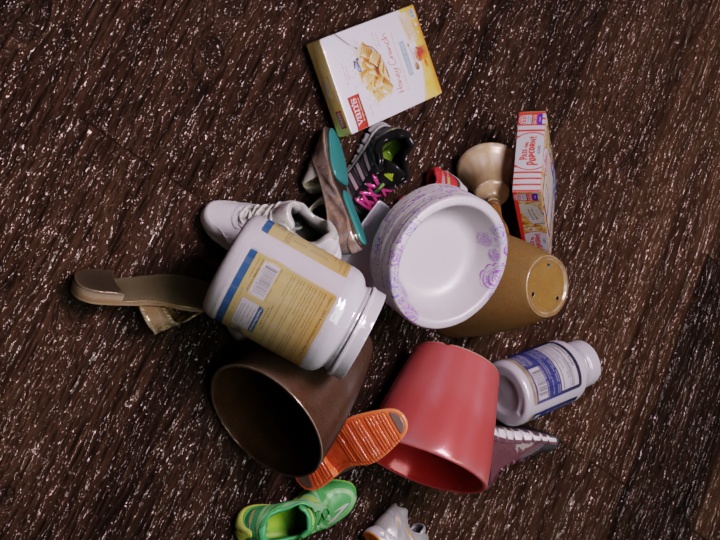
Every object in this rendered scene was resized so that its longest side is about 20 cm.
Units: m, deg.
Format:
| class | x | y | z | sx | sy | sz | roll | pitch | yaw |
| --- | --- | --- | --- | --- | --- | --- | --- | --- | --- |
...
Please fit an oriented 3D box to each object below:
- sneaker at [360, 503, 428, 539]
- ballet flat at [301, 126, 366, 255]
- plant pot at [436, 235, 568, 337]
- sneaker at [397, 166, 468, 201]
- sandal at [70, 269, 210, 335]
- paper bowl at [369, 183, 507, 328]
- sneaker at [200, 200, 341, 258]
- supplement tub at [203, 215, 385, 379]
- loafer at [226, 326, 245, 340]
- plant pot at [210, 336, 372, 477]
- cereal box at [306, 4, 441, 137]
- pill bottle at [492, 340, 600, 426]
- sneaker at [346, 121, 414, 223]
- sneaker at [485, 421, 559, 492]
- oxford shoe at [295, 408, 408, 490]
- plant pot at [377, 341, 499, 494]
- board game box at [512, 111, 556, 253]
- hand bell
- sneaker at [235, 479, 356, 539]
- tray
| class | x | y | z | sx | sy | sz | roll | pitch | yaw |
| --- | --- | --- | --- | --- | --- | --- | --- | --- | --- |
| sneaker | 0.086 | 0.451 | 1.618 | 0.092 | 0.075 | 0.201 | -46 | 119 | -31 |
| ballet flat | -0.047 | -0.112 | 1.482 | 0.068 | 0.067 | 0.201 | 41 | 32 | -61 |
| plant pot | 0.220 | 0.019 | 1.618 | 0.185 | 0.199 | 0.188 | -1 | 92 | -36 |
| sneaker | 0.084 | -0.075 | 1.605 | 0.085 | 0.077 | 0.201 | 38 | 68 | -10 |
| sandal | -0.276 | 0.049 | 1.344 | 0.210 | 0.078 | 0.070 | 8 | 119 | -30 |
| paper bowl | 0.105 | -0.026 | 1.494 | 0.199 | 0.104 | 0.202 | -11 | 115 | -24 |
| sneaker | -0.117 | -0.066 | 1.384 | 0.198 | 0.100 | 0.078 | 14 | 57 | 0 |
| supplement tub | -0.083 | 0.036 | 1.307 | 0.199 | 0.145 | 0.145 | 29 | 73 | -2 |
| loafer | -0.138 | 0.005 | 1.439 | 0.071 | 0.063 | 0.201 | 22 | 63 | 5 |
| plant pot | -0.073 | 0.148 | 1.432 | 0.200 | 0.186 | 0.188 | -44 | 117 | -40 |
| cereal box | 0.024 | -0.300 | 1.546 | 0.199 | 0.039 | 0.145 | -31 | 107 | -36 |
| pill bottle | 0.311 | 0.182 | 1.748 | 0.199 | 0.111 | 0.112 | -15 | 101 | -36 |
| sneaker | 0.021 | -0.133 | 1.530 | 0.074 | 0.087 | 0.201 | 35 | 72 | -33 |
| sneaker | 0.239 | 0.316 | 1.733 | 0.199 | 0.076 | 0.117 | 11 | 91 | -26 |
| oxford shoe | -0.007 | 0.244 | 1.475 | 0.072 | 0.199 | 0.073 | 62 | 28 | 5 |
| plant pot | 0.120 | 0.218 | 1.569 | 0.200 | 0.200 | 0.178 | 36 | 63 | -32 |
| board game box | 0.283 | -0.135 | 1.668 | 0.200 | 0.046 | 0.153 | 65 | 30 | -57 |
| hand bell | 0.207 | -0.094 | 1.602 | 0.104 | 0.104 | 0.201 | 36 | 36 | -32 |
| sneaker | -0.081 | 0.356 | 1.479 | 0.199 | 0.083 | 0.075 | -12 | 99 | -36 |
| tray | 0.000 | 0.000 | 1.526 | 0.107 | 0.022 | 0.201 | 34 | 93 | -34 |
